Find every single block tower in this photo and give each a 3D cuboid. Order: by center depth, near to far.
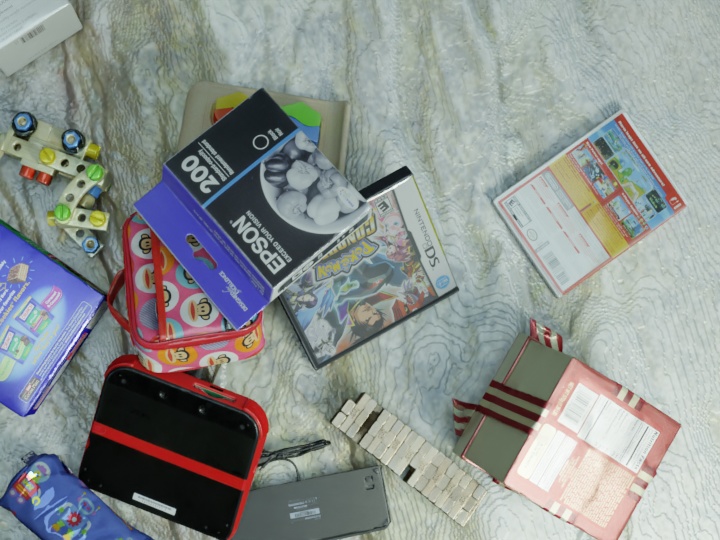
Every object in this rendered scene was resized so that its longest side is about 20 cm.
[{"bbox_3d":[0.058,0.218,1.691,0.199,0.058,0.054,38,85,0],"label":"block tower"}]

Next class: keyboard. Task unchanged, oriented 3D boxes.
[{"bbox_3d":[-0.070,0.259,1.699,0.198,0.021,0.129,-10,91,-5],"label":"keyboard"}]

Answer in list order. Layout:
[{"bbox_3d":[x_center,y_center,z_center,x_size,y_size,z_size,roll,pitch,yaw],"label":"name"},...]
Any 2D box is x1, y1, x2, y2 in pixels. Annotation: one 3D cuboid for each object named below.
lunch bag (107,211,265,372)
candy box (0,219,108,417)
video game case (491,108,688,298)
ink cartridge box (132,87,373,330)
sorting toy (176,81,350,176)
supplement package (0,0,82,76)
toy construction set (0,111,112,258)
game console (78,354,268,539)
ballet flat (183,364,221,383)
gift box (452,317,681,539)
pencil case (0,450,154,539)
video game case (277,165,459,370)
[{"bbox_3d":[-0.202,0.016,1.649,0.174,0.082,0.202,-10,55,-3],"label":"lunch bag"},{"bbox_3d":[-0.417,0.044,1.671,0.199,0.077,0.170,35,85,-1],"label":"candy box"},{"bbox_3d":[0.277,-0.081,1.750,0.199,0.017,0.144,-35,87,-5],"label":"video game case"},{"bbox_3d":[-0.122,-0.071,1.596,0.200,0.043,0.198,-40,74,-9],"label":"ink cartridge box"},{"bbox_3d":[-0.115,-0.141,1.686,0.197,0.037,0.187,6,56,-1],"label":"sorting toy"},{"bbox_3d":[-0.430,-0.349,1.689,0.113,0.110,0.201,-34,87,-6],"label":"supplement package"},{"bbox_3d":[-0.374,-0.109,1.685,0.198,0.092,0.132,22,82,-12],"label":"toy construction set"},{"bbox_3d":[-0.214,0.201,1.655,0.198,0.031,0.178,20,113,5],"label":"game console"},{"bbox_3d":[-0.180,0.092,1.700,0.067,0.046,0.202,20,79,9],"label":"ballet flat"},{"bbox_3d":[0.219,0.173,1.636,0.199,0.187,0.185,36,86,-15],"label":"gift box"},{"bbox_3d":[-0.317,0.291,1.653,0.200,0.078,0.087,40,70,1],"label":"pencil case"},{"bbox_3d":[0.000,0.000,1.670,0.199,0.026,0.182,-29,126,-6],"label":"video game case"}]
